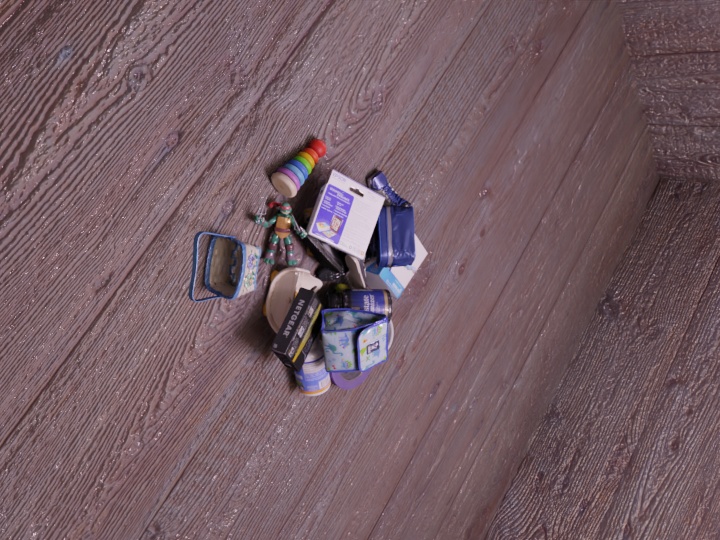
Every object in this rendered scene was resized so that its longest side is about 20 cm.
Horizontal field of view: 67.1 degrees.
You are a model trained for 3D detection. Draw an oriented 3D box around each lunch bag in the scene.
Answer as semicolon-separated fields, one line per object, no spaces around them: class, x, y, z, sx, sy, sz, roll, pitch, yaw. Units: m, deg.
lunch bag;0.097;-0.097;1.690;0.131;0.136;0.203;-1;76;-2
lunch bag;-0.015;0.209;1.625;0.197;0.128;0.172;-4;126;-2

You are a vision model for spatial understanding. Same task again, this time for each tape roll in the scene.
tape roll;-0.047;0.296;1.854;0.199;0.085;0.202;-14;111;-40

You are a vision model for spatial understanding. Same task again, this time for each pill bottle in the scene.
pill bottle;-0.007;0.113;1.703;0.197;0.112;0.113;1;104;-12
pill bottle;-0.161;0.286;1.724;0.111;0.111;0.202;-25;118;-36

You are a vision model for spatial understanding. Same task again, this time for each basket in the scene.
basket;-0.359;-0.013;1.423;0.199;0.138;0.179;-4;107;-53

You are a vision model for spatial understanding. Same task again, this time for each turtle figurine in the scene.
turtle figurine;-0.221;-0.117;1.542;0.101;0.148;0.202;-71;170;-64

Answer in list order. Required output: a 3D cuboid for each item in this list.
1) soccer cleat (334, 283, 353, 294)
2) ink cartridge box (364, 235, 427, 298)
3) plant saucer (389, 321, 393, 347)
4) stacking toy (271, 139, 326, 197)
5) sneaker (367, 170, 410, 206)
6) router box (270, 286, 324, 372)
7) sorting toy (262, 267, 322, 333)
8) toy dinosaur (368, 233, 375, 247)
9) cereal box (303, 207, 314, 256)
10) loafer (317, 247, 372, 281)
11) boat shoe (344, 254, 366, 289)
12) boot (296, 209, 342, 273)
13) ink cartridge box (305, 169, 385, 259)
soccer cleat;-0.021;0.091;1.829;0.084;0.064;0.200;-51;136;-13
ink cartridge box;0.100;-0.039;1.847;0.201;0.146;0.145;-55;132;-16
plant saucer;0.012;0.196;1.783;0.198;0.050;0.202;9;69;-24
stacking toy;-0.167;-0.307;1.565;0.201;0.085;0.086;-54;132;-24
sneaker;0.109;-0.240;1.817;0.081;0.115;0.200;-45;129;-25
router box;-0.175;0.174;1.578;0.158;0.052;0.201;72;39;-59
sorting toy;-0.190;0.087;1.652;0.179;0.106;0.202;10;97;-52
toy dinosaur;0.020;-0.133;1.778;0.107;0.060;0.200;58;29;-3
cereal box;-0.085;-0.139;1.715;0.199;0.039;0.146;-19;114;-38
loafer;-0.057;-0.029;1.762;0.199;0.071;0.068;-28;145;-17
boat shoe;0.000;0.000;1.722;0.063;0.072;0.201;-46;150;-23
boot;-0.084;-0.109;1.641;0.158;0.079;0.212;-52;129;-20
ink cartridge box;-0.042;-0.161;1.584;0.197;0.043;0.202;25;82;-29
